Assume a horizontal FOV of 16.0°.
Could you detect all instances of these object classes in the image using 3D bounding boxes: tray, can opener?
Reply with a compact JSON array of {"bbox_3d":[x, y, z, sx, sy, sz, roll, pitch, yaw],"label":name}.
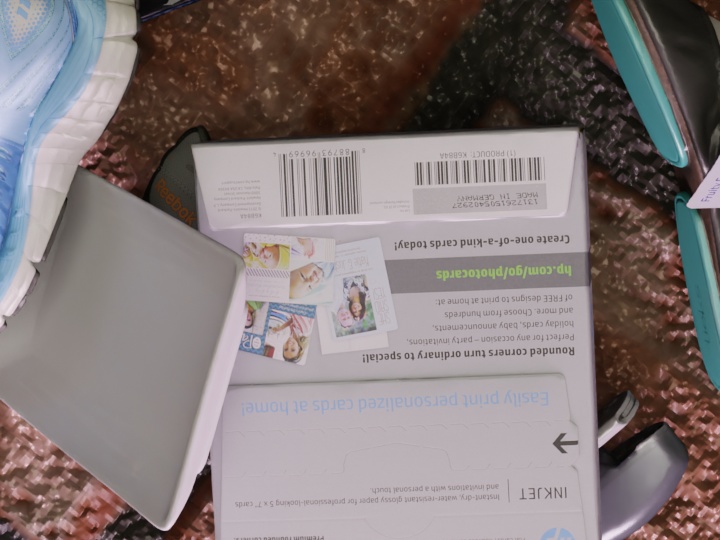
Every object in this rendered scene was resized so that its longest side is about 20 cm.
[{"bbox_3d":[-0.098,0.022,1.025,0.022,0.200,0.108,10,100,-32],"label":"tray"},{"bbox_3d":[0.052,0.127,1.090,0.200,0.053,0.067,-42,94,7],"label":"can opener"}]

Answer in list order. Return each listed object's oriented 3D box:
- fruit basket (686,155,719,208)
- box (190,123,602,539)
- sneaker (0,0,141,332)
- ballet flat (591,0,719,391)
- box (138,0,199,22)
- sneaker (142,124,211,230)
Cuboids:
[{"bbox_3d":[0.249,-0.065,0.979,0.199,0.185,0.094,-4,60,-23],"label":"fruit basket"},{"bbox_3d":[0.016,0.046,1.011,0.155,0.041,0.202,-3,94,9],"label":"box"},{"bbox_3d":[-0.161,-0.053,1.032,0.089,0.079,0.201,16,122,-21],"label":"sneaker"},{"bbox_3d":[0.152,-0.047,1.063,0.068,0.068,0.201,-21,107,-6],"label":"ballet flat"},{"bbox_3d":[-0.130,-0.194,1.054,0.197,0.050,0.201,-21,96,4],"label":"box"},{"bbox_3d":[0.000,0.000,1.066,0.199,0.074,0.080,20,93,-1],"label":"sneaker"}]
